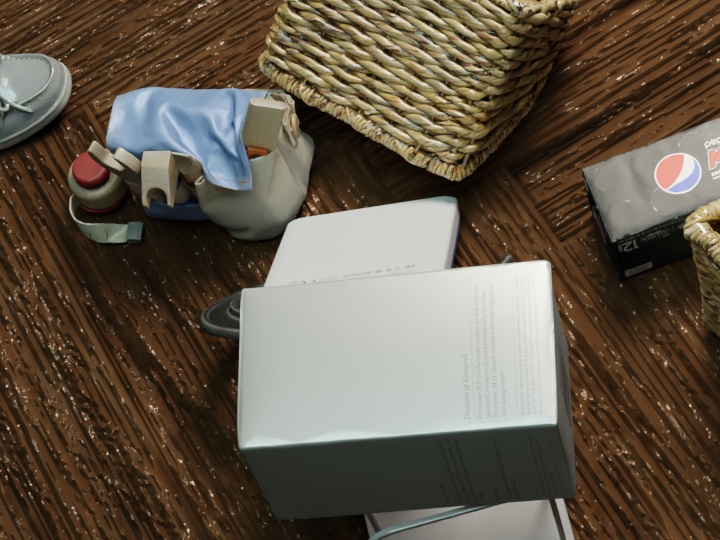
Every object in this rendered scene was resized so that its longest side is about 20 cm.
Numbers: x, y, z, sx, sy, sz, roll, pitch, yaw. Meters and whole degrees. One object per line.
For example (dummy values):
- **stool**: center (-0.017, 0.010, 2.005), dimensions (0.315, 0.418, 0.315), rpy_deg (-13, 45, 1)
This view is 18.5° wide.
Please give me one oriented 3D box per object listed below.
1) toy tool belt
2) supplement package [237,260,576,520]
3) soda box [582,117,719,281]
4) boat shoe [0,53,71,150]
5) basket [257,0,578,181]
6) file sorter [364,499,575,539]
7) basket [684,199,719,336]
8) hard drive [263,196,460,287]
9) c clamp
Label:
- **toy tool belt**: center (-0.140, -0.094, 1.667), dimensions (0.199, 0.123, 0.126), rpy_deg (-1, 63, 13)
- **supplement package**: center (0.030, 0.078, 1.397), dimensions (0.199, 0.117, 0.118), rpy_deg (-5, 61, 9)
- **soda box**: center (0.265, -0.067, 1.589), dimensions (0.199, 0.063, 0.071), rpy_deg (-20, 59, 2)
- **boat shoe**: center (-0.332, -0.137, 1.769), dimensions (0.201, 0.065, 0.075), rpy_deg (-8, 62, 10)
- **basket**: center (0.047, -0.182, 1.682), dimensions (0.199, 0.143, 0.150), rpy_deg (29, 113, 19)
- **file sorter**: center (0.062, 0.144, 1.494), dimensions (0.138, 0.125, 0.201), rpy_deg (-16, 60, 4)
- **basket**: center (0.332, 0.022, 1.469), dimensions (0.142, 0.149, 0.200), rpy_deg (-37, 60, -7)
- **hard drive**: center (0.000, 0.000, 1.568), dimensions (0.131, 0.026, 0.200), rpy_deg (-9, 20, 9)
- **c clamp**: center (-0.008, 0.025, 1.596), dimensions (0.199, 0.027, 0.171), rpy_deg (3, 22, 22)
